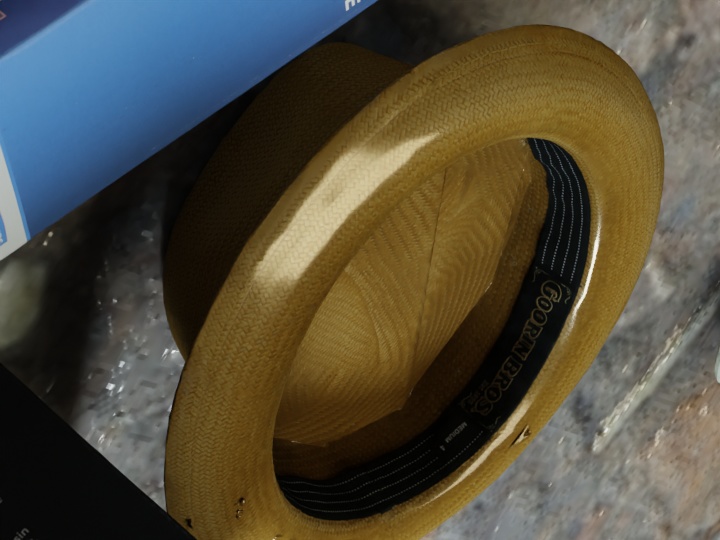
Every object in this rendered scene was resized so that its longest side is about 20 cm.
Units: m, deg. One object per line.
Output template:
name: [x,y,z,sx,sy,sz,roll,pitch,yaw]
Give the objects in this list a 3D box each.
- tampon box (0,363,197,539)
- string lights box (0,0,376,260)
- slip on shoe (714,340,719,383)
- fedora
tampon box: [-0.091,0.117,0.768,0.126,0.200,0.150,-45,145,-11]
string lights box: [-0.056,-0.090,0.715,0.200,0.103,0.059,-37,142,-21]
slip on shoe: [0.213,0.001,1.122,0.199,0.061,0.074,-21,136,-34]
fedora: [0.000,0.000,0.871,0.200,0.082,0.201,-31,144,-25]
